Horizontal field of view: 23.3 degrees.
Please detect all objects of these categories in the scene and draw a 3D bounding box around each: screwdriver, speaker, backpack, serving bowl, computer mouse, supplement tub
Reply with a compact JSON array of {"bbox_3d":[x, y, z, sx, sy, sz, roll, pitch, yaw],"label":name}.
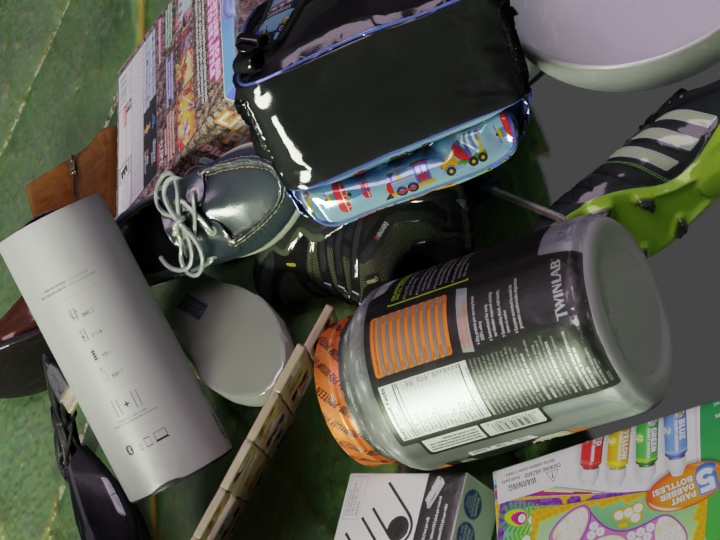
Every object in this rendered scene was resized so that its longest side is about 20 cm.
[{"bbox_3d":[0.094,-0.053,1.133,0.200,0.028,0.029,-160,81,-71],"label":"screwdriver"},{"bbox_3d":[-0.167,0.051,1.181,0.081,0.081,0.201,-28,91,24],"label":"speaker"},{"bbox_3d":[0.013,-0.139,1.119,0.182,0.135,0.200,-22,23,6],"label":"backpack"},{"bbox_3d":[0.189,-0.191,1.154,0.199,0.066,0.201,-14,50,17],"label":"serving bowl"},{"bbox_3d":[-0.182,0.146,1.231,0.046,0.141,0.200,-12,39,-15],"label":"computer mouse"},{"bbox_3d":[0.078,0.050,1.063,0.199,0.122,0.123,-19,53,30],"label":"supplement tub"}]

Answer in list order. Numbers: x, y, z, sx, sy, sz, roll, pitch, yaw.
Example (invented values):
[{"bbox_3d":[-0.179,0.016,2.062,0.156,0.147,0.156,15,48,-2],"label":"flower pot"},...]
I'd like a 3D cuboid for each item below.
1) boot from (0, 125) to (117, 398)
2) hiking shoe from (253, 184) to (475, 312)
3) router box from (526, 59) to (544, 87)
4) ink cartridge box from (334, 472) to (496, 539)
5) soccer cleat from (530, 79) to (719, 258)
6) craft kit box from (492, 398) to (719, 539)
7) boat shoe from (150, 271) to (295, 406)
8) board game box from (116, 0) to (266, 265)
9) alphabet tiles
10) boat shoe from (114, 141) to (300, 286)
[{"bbox_3d":[-0.260,-0.010,1.426,0.188,0.068,0.200,-37,45,16],"label":"boot"},{"bbox_3d":[0.000,0.000,1.191,0.200,0.076,0.101,-32,66,42],"label":"hiking shoe"},{"bbox_3d":[0.035,-0.162,1.276,0.149,0.051,0.200,-40,39,14],"label":"router box"},{"bbox_3d":[0.017,0.223,1.058,0.094,0.044,0.201,-6,60,39],"label":"ink cartridge box"},{"bbox_3d":[0.192,-0.066,1.093,0.200,0.068,0.081,-32,36,13],"label":"soccer cleat"},{"bbox_3d":[0.171,0.178,0.961,0.199,0.048,0.198,-23,53,28],"label":"craft kit box"},{"bbox_3d":[-0.087,0.050,1.239,0.070,0.071,0.201,-55,36,-2],"label":"boat shoe"},{"bbox_3d":[-0.097,-0.129,1.290,0.200,0.097,0.160,-44,40,44],"label":"board game box"},{"bbox_3d":[-0.065,0.117,1.132,0.008,0.167,0.201,28,82,6],"label":"alphabet tiles"},{"bbox_3d":[-0.119,-0.034,1.202,0.200,0.062,0.075,-19,92,40],"label":"boat shoe"}]
